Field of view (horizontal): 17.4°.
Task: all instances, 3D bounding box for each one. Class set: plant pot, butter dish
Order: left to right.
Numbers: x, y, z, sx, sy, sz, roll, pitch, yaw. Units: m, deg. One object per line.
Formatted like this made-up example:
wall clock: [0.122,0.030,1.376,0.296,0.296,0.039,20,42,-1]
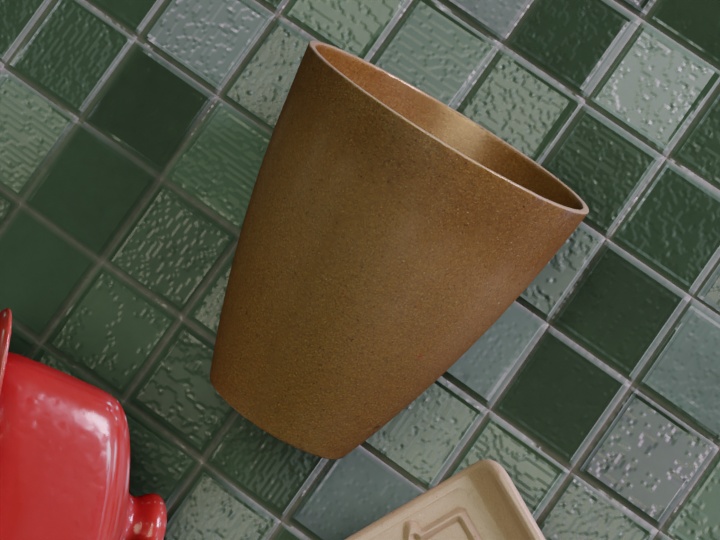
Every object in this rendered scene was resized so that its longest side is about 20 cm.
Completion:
butter dish: [-0.184,0.136,1.359,0.147,0.199,0.201,14,82,-14]
plant pot: [0.000,0.000,1.354,0.186,0.186,0.201,34,100,11]

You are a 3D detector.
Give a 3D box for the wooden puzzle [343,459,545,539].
wooden puzzle: [0.041,0.236,1.368,0.199,0.046,0.186,-31,78,6]
